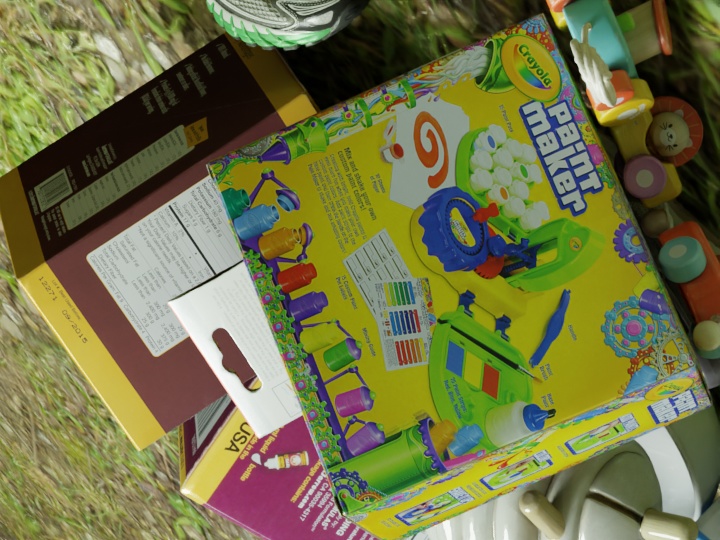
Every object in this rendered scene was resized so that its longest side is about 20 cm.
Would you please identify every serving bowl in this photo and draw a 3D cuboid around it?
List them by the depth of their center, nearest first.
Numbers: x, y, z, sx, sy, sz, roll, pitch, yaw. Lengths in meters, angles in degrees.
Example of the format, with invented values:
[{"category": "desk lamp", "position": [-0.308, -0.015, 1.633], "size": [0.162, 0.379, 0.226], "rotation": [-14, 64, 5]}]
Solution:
[{"category": "serving bowl", "position": [0.145, 0.070, 1.527], "size": [0.200, 0.066, 0.200], "rotation": [38, 156, 20]}]

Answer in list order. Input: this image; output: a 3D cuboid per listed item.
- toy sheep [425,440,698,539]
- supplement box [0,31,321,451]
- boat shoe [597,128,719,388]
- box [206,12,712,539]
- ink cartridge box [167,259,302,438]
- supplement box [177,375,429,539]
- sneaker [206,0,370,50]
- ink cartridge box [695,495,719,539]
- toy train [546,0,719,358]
[{"category": "toy sheep", "position": [0.104, 0.129, 1.450], "size": [0.200, 0.138, 0.138], "rotation": [18, 144, 40]}, {"category": "supplement box", "position": [-0.100, -0.029, 1.545], "size": [0.133, 0.200, 0.197], "rotation": [57, 180, -22]}, {"category": "boat shoe", "position": [0.143, -0.014, 1.391], "size": [0.200, 0.065, 0.072], "rotation": [43, 161, 20]}, {"category": "box", "position": [0.053, 0.008, 1.308], "size": [0.122, 0.192, 0.200], "rotation": [47, -159, -72]}, {"category": "ink cartridge box", "position": [0.000, 0.000, 1.442], "size": [0.109, 0.200, 0.050], "rotation": [58, -174, -24]}, {"category": "supplement box", "position": [-0.007, 0.120, 1.584], "size": [0.200, 0.103, 0.131], "rotation": [31, -165, -17]}, {"category": "sneaker", "position": [-0.076, -0.199, 1.464], "size": [0.200, 0.078, 0.085], "rotation": [36, 154, 26]}, {"category": "ink cartridge box", "position": [0.262, 0.217, 1.535], "size": [0.145, 0.084, 0.200], "rotation": [40, 156, 18]}, {"category": "toy train", "position": [0.154, -0.061, 1.263], "size": [0.150, 0.055, 0.200], "rotation": [-107, -8, -55]}]
